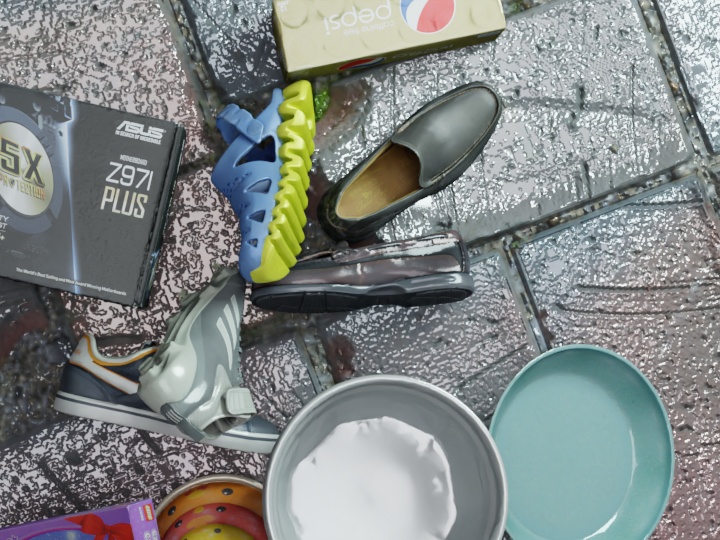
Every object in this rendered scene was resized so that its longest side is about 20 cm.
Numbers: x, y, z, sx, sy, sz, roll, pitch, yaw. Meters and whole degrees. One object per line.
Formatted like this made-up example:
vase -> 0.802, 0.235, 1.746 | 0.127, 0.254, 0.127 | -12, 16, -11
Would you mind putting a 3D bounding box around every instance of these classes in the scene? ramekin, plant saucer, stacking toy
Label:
ramekin -> 0.014, 0.190, 1.251 | 0.200, 0.105, 0.200 | 1, 80, -8
plant saucer -> 0.188, 0.166, 1.329 | 0.200, 0.036, 0.200 | 3, 84, -26
stacking toy -> -0.116, 0.251, 1.247 | 0.146, 0.200, 0.146 | 0, 89, -5

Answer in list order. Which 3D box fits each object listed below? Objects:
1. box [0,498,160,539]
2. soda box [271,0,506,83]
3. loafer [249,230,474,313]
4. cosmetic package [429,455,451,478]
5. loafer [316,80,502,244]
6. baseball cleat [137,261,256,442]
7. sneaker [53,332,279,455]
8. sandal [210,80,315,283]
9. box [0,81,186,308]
box -> -0.247, 0.270, 1.221 | 0.200, 0.039, 0.137 | -14, 86, 24
soda box -> 0.023, -0.223, 1.338 | 0.200, 0.064, 0.068 | -12, 90, -5
loafer -> 0.000, 0.000, 1.335 | 0.200, 0.072, 0.063 | -2, 72, -8
cosmetic package -> 0.027, 0.262, 1.333 | 0.151, 0.052, 0.200 | -2, 88, -2
loafer -> 0.050, -0.096, 1.332 | 0.200, 0.072, 0.073 | -43, 91, -5
baseball cleat -> -0.126, 0.076, 1.273 | 0.070, 0.200, 0.106 | -33, 105, 31
sneaker -> -0.161, 0.107, 1.309 | 0.200, 0.078, 0.079 | 14, 84, -7
sandal -> -0.089, -0.076, 1.303 | 0.087, 0.080, 0.200 | 1, 56, 6
box -> -0.265, -0.066, 1.301 | 0.200, 0.086, 0.164 | 14, 87, -4
